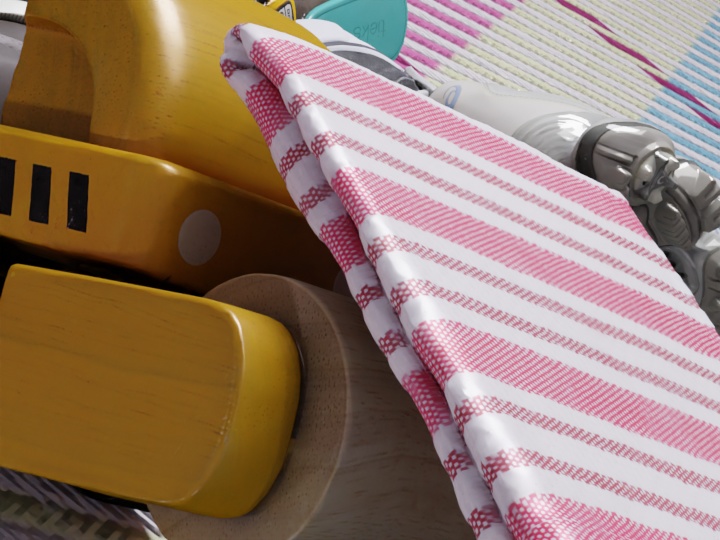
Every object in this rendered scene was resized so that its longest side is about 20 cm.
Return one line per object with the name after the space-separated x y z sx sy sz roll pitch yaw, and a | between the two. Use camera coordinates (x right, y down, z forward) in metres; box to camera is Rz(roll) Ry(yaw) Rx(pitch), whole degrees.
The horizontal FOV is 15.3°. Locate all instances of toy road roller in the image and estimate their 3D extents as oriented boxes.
-0.039 -0.004 0.695 0.200 0.146 0.123 13 -4 44 | toy road roller

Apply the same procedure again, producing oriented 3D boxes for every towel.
0.048 0.026 0.641 0.146 0.030 0.200 24 26 -41 | towel

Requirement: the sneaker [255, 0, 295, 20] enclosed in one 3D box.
-0.065 -0.095 0.963 0.082 0.078 0.200 17 43 0 | sneaker

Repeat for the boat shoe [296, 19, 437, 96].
0.014 -0.044 1.089 0.068 0.074 0.199 32 3 33 | boat shoe

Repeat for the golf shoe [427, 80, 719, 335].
0.083 -0.001 0.892 0.097 0.078 0.200 34 -14 38 | golf shoe

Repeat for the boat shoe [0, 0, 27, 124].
-0.141 -0.050 0.814 0.201 0.072 0.061 17 30 -33 | boat shoe

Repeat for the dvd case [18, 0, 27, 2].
-0.168 -0.145 0.939 0.148 0.016 0.200 11 29 -2 | dvd case

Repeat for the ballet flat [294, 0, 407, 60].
-0.050 -0.093 1.113 0.072 0.072 0.200 42 26 12 | ballet flat
